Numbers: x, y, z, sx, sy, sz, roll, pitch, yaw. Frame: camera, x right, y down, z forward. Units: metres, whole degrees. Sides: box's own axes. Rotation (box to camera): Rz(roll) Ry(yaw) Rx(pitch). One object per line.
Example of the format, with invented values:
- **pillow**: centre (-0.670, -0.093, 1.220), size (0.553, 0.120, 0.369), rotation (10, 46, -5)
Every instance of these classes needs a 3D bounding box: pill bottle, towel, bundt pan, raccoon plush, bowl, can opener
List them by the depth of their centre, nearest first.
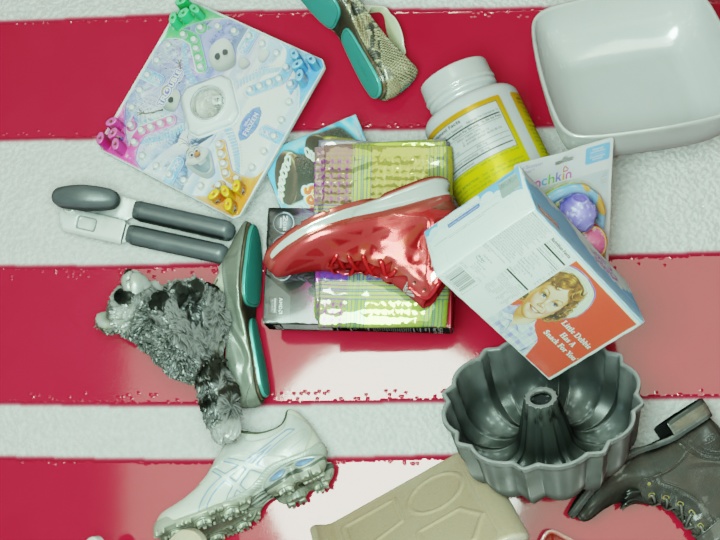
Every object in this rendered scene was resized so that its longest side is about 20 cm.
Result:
- **bundt pan**: centre (0.183, 0.154, 1.326), size (0.200, 0.076, 0.202), rotation (-8, 35, 6)
- **towel**: centre (0.023, -0.041, 1.354), size (0.143, 0.023, 0.202), rotation (0, 80, 3)
- **raccoon plush**: centre (-0.208, 0.093, 1.387), size (0.134, 0.096, 0.201), rotation (-18, 75, 41)
- **bowl**: centre (0.287, -0.199, 1.395), size (0.199, 0.075, 0.201), rotation (-10, 54, 3)
- **pill bottle**: centre (0.139, -0.120, 1.401), size (0.109, 0.109, 0.201), rotation (-24, 79, 1)
- **can opener**: centre (-0.238, -0.052, 1.444), size (0.199, 0.067, 0.054), rotation (12, 82, 8)

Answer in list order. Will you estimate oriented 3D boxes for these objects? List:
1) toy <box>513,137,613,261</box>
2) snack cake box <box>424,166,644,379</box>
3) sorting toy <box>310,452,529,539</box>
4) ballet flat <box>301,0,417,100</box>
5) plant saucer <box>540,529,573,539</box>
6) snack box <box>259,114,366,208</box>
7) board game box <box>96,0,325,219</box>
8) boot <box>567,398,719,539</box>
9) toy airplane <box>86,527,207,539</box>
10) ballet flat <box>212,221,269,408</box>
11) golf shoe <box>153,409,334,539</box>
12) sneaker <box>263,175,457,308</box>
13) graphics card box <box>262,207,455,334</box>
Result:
- **toy**: centre (0.211, -0.023, 1.333), size (0.115, 0.201, 0.047), rotation (-17, 37, -20)
- **snack cake box**: centre (0.167, 0.007, 1.270), size (0.115, 0.200, 0.067), rotation (-35, 37, 18)
- **sorting toy**: centre (0.055, 0.265, 1.317), size (0.199, 0.185, 0.037), rotation (-25, 110, -1)
- **ballet flat**: centre (-0.006, -0.280, 1.472), size (0.075, 0.068, 0.200), rotation (-33, 84, -24)
- **plant saucer**: centre (0.231, 0.395, 1.339), size (0.199, 0.037, 0.201), rotation (27, 84, 9)
- **snack box**: centre (-0.020, -0.054, 1.440), size (0.116, 0.037, 0.201), rotation (-22, 79, 1)
- **board game box**: centre (-0.168, -0.184, 1.463), size (0.199, 0.026, 0.201), rotation (27, 84, 21)
- **boot**: centre (0.330, 0.245, 1.341), size (0.199, 0.069, 0.175), rotation (-35, 81, -1)
- **toy airplane**: centre (-0.233, 0.367, 1.350), size (0.199, 0.141, 0.201), rotation (-13, 64, 39)
- **ballet flat**: centre (-0.136, 0.047, 1.419), size (0.063, 0.067, 0.202), rotation (-7, 79, 11)
- **golf shoe**: centre (-0.130, 0.218, 1.395), size (0.199, 0.078, 0.098), rotation (-23, 62, -5)
- **sneaker**: centre (0.012, -0.008, 1.299), size (0.199, 0.078, 0.116), rotation (-23, 78, 1)
- **graphics card box**: centre (0.000, 0.000, 1.384), size (0.198, 0.051, 0.126), rotation (2, 81, 5)
